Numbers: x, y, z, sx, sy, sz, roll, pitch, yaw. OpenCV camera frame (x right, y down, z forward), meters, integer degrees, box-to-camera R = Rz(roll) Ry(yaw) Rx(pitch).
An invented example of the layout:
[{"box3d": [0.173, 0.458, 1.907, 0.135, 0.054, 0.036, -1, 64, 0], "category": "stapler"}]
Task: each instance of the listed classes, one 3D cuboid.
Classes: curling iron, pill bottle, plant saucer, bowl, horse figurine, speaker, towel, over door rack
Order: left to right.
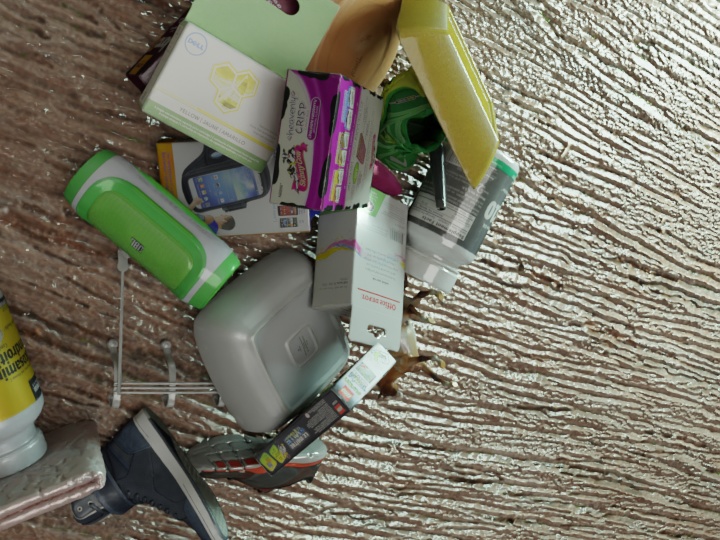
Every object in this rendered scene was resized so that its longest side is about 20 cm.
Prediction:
[{"box3d": [-0.423, 0.125, 0.879, 0.112, 0.112, 0.200, -20, 107, -19], "category": "pill bottle"}, {"box3d": [-0.385, 0.238, 0.887, 0.191, 0.200, 0.032, -21, 104, -18], "category": "towel"}, {"box3d": [-0.237, -0.046, 0.909, 0.200, 0.088, 0.088, 41, 85, -6], "category": "speaker"}, {"box3d": [-0.236, 0.070, 0.992, 0.148, 0.067, 0.200, 4, 91, -27], "category": "over door rack"}, {"box3d": [-0.096, 0.093, 1.012, 0.200, 0.075, 0.200, -41, 123, -36], "category": "bowl"}, {"box3d": [-0.010, -0.270, 0.952, 0.200, 0.032, 0.200, -41, 152, -27], "category": "plant saucer"}, {"box3d": [0.067, 0.092, 1.115, 0.050, 0.132, 0.200, -22, 105, -40], "category": "horse figurine"}, {"box3d": [0.107, -0.173, 1.045, 0.026, 0.050, 0.200, 25, 63, -41], "category": "curling iron"}, {"box3d": [0.125, -0.078, 1.086, 0.113, 0.113, 0.200, 26, 93, -28], "category": "pill bottle"}, {"box3d": [0.110, -0.223, 0.922, 0.048, 0.200, 0.200, -23, 115, 17], "category": "plant saucer"}]

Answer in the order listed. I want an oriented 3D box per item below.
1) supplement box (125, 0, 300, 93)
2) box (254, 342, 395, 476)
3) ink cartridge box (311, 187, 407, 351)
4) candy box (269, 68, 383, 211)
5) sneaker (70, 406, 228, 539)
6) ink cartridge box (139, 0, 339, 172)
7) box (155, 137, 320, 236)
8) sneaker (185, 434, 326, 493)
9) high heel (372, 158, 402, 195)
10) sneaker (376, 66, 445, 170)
[{"box3d": [-0.163, -0.262, 0.902, 0.200, 0.110, 0.086, -48, 117, -6], "category": "supplement box"}, {"box3d": [-0.046, 0.175, 0.986, 0.035, 0.200, 0.110, 47, 40, 3], "category": "box"}, {"box3d": [0.000, 0.000, 1.014, 0.117, 0.067, 0.200, 21, 68, -51], "category": "ink cartridge box"}, {"box3d": [-0.032, -0.137, 0.865, 0.061, 0.200, 0.137, 10, 97, 13], "category": "candy box"}, {"box3d": [-0.267, 0.292, 0.980, 0.146, 0.202, 0.077, -39, 156, -11], "category": "sneaker"}, {"box3d": [-0.122, -0.225, 0.832, 0.145, 0.048, 0.200, 26, 101, -27], "category": "ink cartridge box"}, {"box3d": [-0.140, -0.104, 0.959, 0.200, 0.041, 0.119, -3, 108, -1], "category": "box"}, {"box3d": [-0.143, 0.277, 1.085, 0.200, 0.077, 0.082, 3, 113, -23], "category": "sneaker"}, {"box3d": [-0.042, -0.123, 1.016, 0.200, 0.067, 0.096, 30, 81, -23], "category": "high heel"}, {"box3d": [0.060, -0.172, 1.000, 0.074, 0.200, 0.084, -29, 73, -12], "category": "sneaker"}]
